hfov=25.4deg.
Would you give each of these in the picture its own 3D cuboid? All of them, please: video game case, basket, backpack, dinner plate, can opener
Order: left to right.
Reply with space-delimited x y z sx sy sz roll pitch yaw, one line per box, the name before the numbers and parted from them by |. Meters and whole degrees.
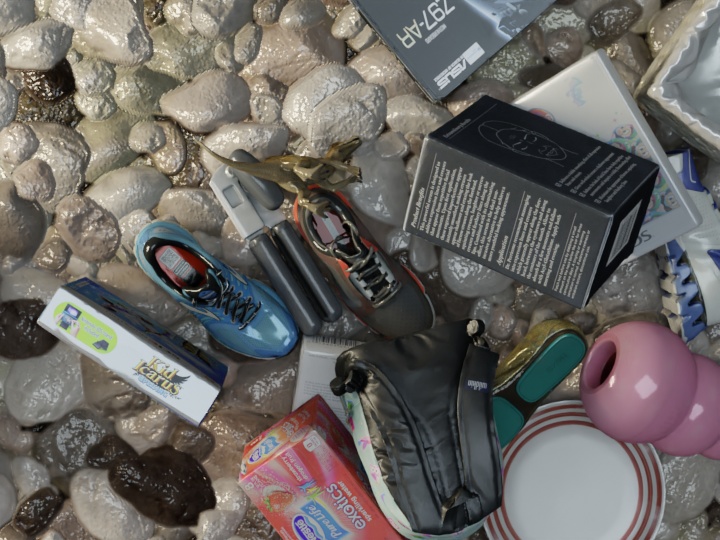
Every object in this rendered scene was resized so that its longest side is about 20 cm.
video game case | -0.218 0.075 1.577 0.180 0.200 0.046 34 91 -4
can opener | -0.084 -0.030 1.633 0.053 0.067 0.201 -31 87 -19
backpack | 0.069 0.164 1.560 0.165 0.127 0.202 -16 77 -2
dinner plate | 0.223 0.236 1.688 0.198 0.024 0.203 0 95 -1
video game case | 0.221 -0.095 1.618 0.181 0.024 0.201 -29 94 35
basket | 0.405 -0.200 1.593 0.197 0.161 0.201 35 93 -3

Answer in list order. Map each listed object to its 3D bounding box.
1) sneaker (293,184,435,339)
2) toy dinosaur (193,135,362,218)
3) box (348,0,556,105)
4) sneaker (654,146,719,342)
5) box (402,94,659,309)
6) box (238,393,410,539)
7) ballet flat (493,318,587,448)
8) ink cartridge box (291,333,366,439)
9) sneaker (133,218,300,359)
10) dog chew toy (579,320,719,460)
sneaker | 0.000 0.000 1.636 0.077 0.082 0.200 -42 94 2
toy dinosaur | -0.067 -0.097 1.591 0.199 0.101 0.059 -7 118 -40
box | 0.101 -0.295 1.637 0.200 0.044 0.161 -40 94 1
sneaker | 0.363 -0.033 1.651 0.114 0.081 0.202 -12 101 -4
box | 0.166 -0.071 1.554 0.199 0.148 0.108 25 121 18
box | -0.025 0.243 1.625 0.102 0.095 0.201 -35 104 11
ballet flat | 0.153 0.126 1.658 0.071 0.071 0.200 44 95 -4
ink cartridge box | 0.003 0.176 1.677 0.159 0.050 0.202 8 110 -2
sneaker | -0.150 0.028 1.630 0.199 0.090 0.079 35 93 -7
dog chew toy | 0.322 0.133 1.636 0.199 0.124 0.125 26 93 -21
